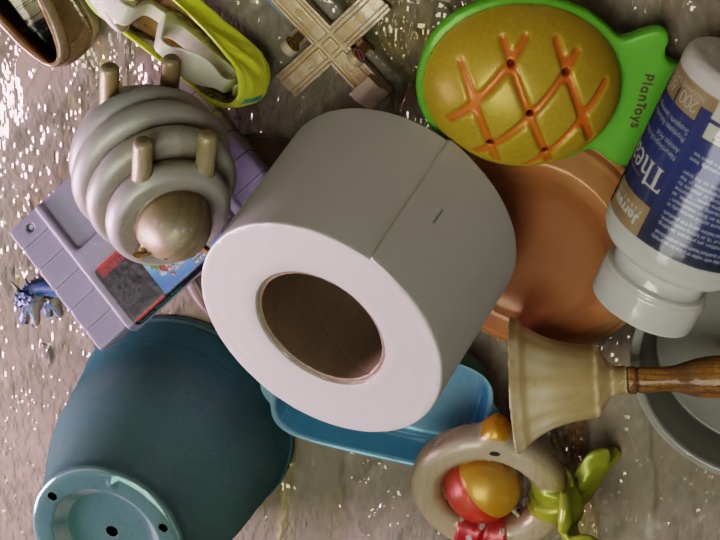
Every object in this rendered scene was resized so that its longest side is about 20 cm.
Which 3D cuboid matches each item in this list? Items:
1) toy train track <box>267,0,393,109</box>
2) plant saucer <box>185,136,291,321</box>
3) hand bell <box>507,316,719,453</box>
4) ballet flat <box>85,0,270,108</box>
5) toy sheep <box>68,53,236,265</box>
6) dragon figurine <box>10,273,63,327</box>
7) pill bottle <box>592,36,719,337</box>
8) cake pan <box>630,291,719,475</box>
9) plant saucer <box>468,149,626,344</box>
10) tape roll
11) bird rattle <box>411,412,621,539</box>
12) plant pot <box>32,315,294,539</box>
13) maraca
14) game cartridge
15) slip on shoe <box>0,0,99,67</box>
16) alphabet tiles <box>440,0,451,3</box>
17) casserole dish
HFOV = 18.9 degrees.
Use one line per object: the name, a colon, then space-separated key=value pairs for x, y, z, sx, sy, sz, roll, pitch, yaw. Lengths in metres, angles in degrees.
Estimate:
toy train track: x=-0.055 y=-0.199 z=1.650 sx=0.200 sy=0.033 sz=0.115 roll=46 pitch=123 yaw=-8
plant saucer: x=-0.069 y=-0.011 z=1.762 sx=0.198 sy=0.032 sz=0.202 roll=8 pitch=120 yaw=14
hand bell: x=0.214 y=0.082 z=1.650 sx=0.198 sy=0.104 sz=0.105 roll=-4 pitch=117 yaw=9
ballet flat: x=-0.155 y=-0.193 z=1.665 sx=0.199 sy=0.067 sz=0.067 roll=38 pitch=122 yaw=-1
toy sheep: x=-0.158 y=-0.082 z=1.631 sx=0.137 sy=0.201 sz=0.139 roll=-12 pitch=136 yaw=-11
dragon figurine: x=-0.233 y=-0.026 z=1.795 sx=0.099 sy=0.059 sz=0.201 roll=19 pitch=124 yaw=8
pill bottle: x=0.244 y=-0.057 z=1.562 sx=0.110 sy=0.111 sz=0.201 roll=26 pitch=116 yaw=4
cake pan: x=0.308 y=0.072 z=1.668 sx=0.198 sy=0.037 sz=0.202 roll=9 pitch=120 yaw=15
plant saucer: x=0.134 y=-0.022 z=1.679 sx=0.198 sy=0.038 sz=0.202 roll=8 pitch=120 yaw=15
tape roll: x=0.000 y=0.000 z=1.613 sx=0.201 sy=0.140 sz=0.204 roll=19 pitch=138 yaw=18
bird rattle: x=0.113 y=0.186 z=1.767 sx=0.199 sy=0.113 sz=0.163 roll=-26 pitch=118 yaw=41
plant pot: x=-0.179 y=0.171 z=1.809 sx=0.198 sy=0.188 sz=0.202 roll=9 pitch=121 yaw=15
maraca: x=0.139 y=-0.135 z=1.577 sx=0.198 sy=0.107 sz=0.138 roll=7 pitch=125 yaw=-8
game cartridge: x=-0.169 y=-0.045 z=1.723 sx=0.200 sy=0.038 sz=0.130 roll=-41 pitch=79 yaw=13
slip on shoe: x=-0.285 y=-0.243 z=1.691 sx=0.076 sy=0.061 sz=0.201 roll=-27 pitch=106 yaw=30
alphabet tiles: x=0.007 y=-0.307 z=1.573 sx=0.166 sy=0.008 sz=0.202 roll=15 pitch=120 yaw=5
casserole dish: x=0.018 y=0.097 z=1.767 sx=0.198 sy=0.039 sz=0.122 roll=12 pitch=128 yaw=-1
